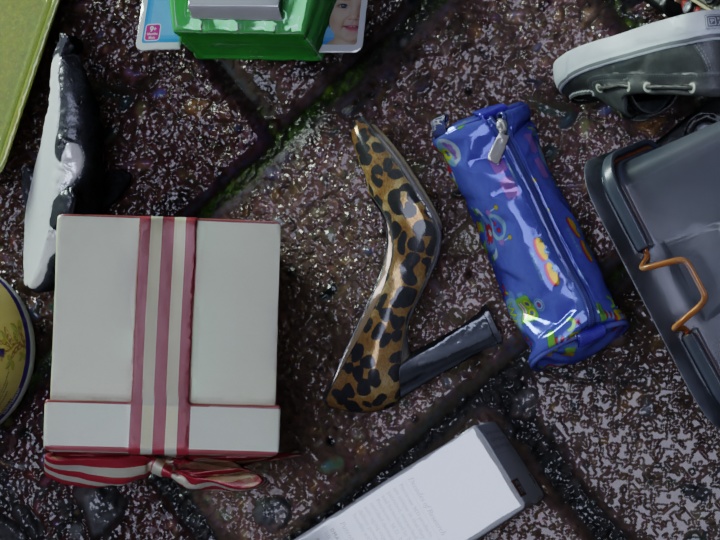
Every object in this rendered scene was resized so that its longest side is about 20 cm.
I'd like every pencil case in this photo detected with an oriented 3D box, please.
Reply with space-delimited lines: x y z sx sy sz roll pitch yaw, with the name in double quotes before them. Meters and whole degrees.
"pencil case" 0.122 -0.029 1.233 0.078 0.087 0.201 -22 81 -10

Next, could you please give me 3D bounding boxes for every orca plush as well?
"orca plush" -0.219 -0.082 1.349 0.105 0.071 0.202 -14 74 58

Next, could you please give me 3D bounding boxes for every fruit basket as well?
"fruit basket" -0.077 -0.263 1.298 0.184 0.094 0.202 4 84 15

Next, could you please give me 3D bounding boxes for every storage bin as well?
"storage bin" 0.257 -0.017 1.119 0.134 0.145 0.201 -30 85 30

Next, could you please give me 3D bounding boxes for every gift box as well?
"gift box" -0.133 0.066 1.246 0.183 0.200 0.188 2 82 0

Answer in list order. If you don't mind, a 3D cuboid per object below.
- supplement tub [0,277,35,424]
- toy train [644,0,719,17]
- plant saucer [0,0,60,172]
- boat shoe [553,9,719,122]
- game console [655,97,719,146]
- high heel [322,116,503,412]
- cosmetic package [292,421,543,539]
"supplement tub" -0.348 0.058 1.287 0.144 0.200 0.147 -1 86 14
"toy train" 0.242 -0.178 1.177 0.034 0.200 0.046 18 107 -26
"plant saucer" -0.335 -0.196 1.381 0.198 0.048 0.201 19 90 15
"boat shoe" 0.193 -0.133 1.176 0.068 0.200 0.057 -5 88 -22
"game console" 0.291 -0.043 1.174 0.176 0.116 0.200 -39 77 8
"high heel" 0.000 0.000 1.266 0.142 0.071 0.201 -28 89 4
"cosmetic package" 0.027 0.190 1.233 0.199 0.102 0.074 -35 80 9
